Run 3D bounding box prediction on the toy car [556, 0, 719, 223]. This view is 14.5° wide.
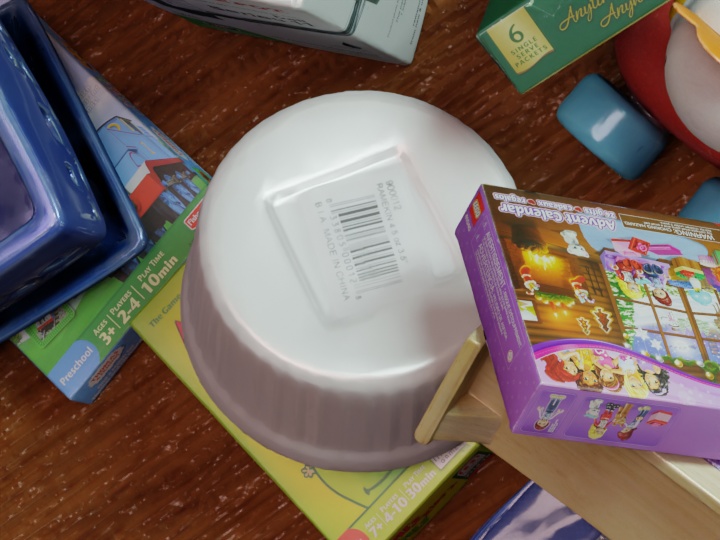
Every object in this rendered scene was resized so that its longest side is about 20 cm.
[{"bbox_3d":[0.197,-0.114,1.471,0.177,0.200,0.184,43,98,17],"label":"toy car"}]

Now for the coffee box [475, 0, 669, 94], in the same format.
[{"bbox_3d":[0.131,-0.170,1.497,0.123,0.200,0.044,-32,104,19],"label":"coffee box"}]

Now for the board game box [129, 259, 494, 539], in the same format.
[{"bbox_3d":[-0.027,0.065,1.609,0.102,0.048,0.200,-47,73,9],"label":"board game box"}]

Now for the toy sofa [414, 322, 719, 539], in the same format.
[{"bbox_3d":[0.137,0.091,1.421,0.200,0.098,0.083,37,135,11],"label":"toy sofa"}]

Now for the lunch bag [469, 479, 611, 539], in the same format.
[{"bbox_3d":[0.102,0.200,1.508,0.136,0.132,0.200,41,97,18],"label":"lunch bag"}]

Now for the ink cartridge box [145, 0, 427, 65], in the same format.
[{"bbox_3d":[-0.057,-0.179,1.562,0.146,0.200,0.083,13,89,19],"label":"ink cartridge box"}]

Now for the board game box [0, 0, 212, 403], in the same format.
[{"bbox_3d":[-0.186,-0.044,1.679,0.200,0.037,0.151,43,99,18],"label":"board game box"}]

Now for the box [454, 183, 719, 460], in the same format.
[{"bbox_3d":[0.155,0.030,1.400,0.137,0.199,0.039,-104,32,-42],"label":"box"}]

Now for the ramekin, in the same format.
[{"bbox_3d":[0.000,0.000,1.539,0.200,0.098,0.201,1,65,-1],"label":"ramekin"}]

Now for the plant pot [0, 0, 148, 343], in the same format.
[{"bbox_3d":[-0.248,-0.050,1.586,0.200,0.180,0.200,-32,76,15],"label":"plant pot"}]
